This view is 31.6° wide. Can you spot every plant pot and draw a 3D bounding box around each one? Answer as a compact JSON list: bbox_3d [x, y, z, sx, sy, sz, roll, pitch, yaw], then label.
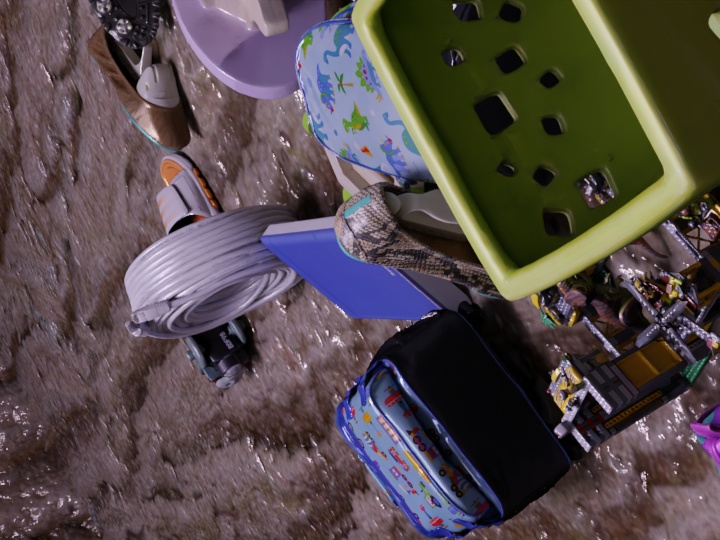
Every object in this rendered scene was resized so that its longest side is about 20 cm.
[{"bbox_3d":[0.138,-0.125,0.679,0.200,0.181,0.200,61,154,5],"label":"plant pot"}]

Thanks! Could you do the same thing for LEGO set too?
[{"bbox_3d":[0.161,0.023,0.843,0.154,0.116,0.200,55,153,18],"label":"LEGO set"}]

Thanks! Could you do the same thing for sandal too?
[{"bbox_3d":[-0.198,-0.053,1.522,0.207,0.059,0.079,54,152,21],"label":"sandal"}]

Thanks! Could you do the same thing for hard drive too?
[{"bbox_3d":[0.000,0.000,1.168,0.132,0.025,0.200,40,162,-21],"label":"hard drive"}]

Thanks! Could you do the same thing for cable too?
[{"bbox_3d":[-0.145,0.003,1.315,0.069,0.199,0.200,63,-178,13],"label":"cable"}]

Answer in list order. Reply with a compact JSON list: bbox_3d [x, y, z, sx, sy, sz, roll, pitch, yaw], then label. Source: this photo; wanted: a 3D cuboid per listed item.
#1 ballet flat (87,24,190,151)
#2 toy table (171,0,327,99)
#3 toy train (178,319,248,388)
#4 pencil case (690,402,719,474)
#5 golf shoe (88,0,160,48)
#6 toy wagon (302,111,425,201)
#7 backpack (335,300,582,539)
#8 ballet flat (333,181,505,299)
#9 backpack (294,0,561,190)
[{"bbox_3d":[-0.253,-0.227,1.480,0.200,0.068,0.072,54,134,28],"label":"ballet flat"},{"bbox_3d":[-0.095,-0.252,1.033,0.200,0.183,0.117,59,167,15],"label":"toy table"},{"bbox_3d":[-0.211,0.060,1.635,0.200,0.085,0.114,53,164,18],"label":"toy train"},{"bbox_3d":[0.279,0.165,0.778,0.201,0.092,0.085,65,158,1],"label":"pencil case"},{"bbox_3d":[-0.277,-0.334,1.427,0.201,0.077,0.088,63,175,8],"label":"golf shoe"},{"bbox_3d":[0.006,-0.105,1.112,0.155,0.039,0.201,46,150,34],"label":"toy wagon"},{"bbox_3d":[0.066,0.143,1.103,0.183,0.134,0.200,53,157,4],"label":"backpack"},{"bbox_3d":[0.076,-0.024,0.917,0.075,0.199,0.068,-39,50,41],"label":"ballet flat"},{"bbox_3d":[0.046,-0.139,0.913,0.200,0.153,0.164,40,152,60],"label":"backpack"}]
